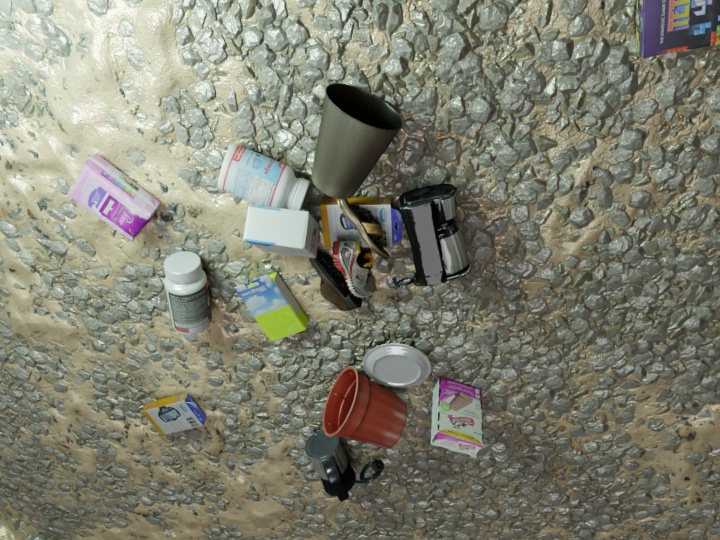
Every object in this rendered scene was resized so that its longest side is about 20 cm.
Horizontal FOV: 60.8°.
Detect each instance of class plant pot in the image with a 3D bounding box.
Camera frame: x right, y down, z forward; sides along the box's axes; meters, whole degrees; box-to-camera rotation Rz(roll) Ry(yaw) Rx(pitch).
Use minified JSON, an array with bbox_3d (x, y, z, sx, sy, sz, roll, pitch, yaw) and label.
[{"bbox_3d":[0.020,0.409,1.772,0.192,0.204,0.202,25,126,-20],"label":"plant pot"}]

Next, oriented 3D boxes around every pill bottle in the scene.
[{"bbox_3d":[-0.462,0.061,1.642,0.110,0.115,0.204,6,126,5],"label":"pill bottle"},{"bbox_3d":[-0.220,-0.204,1.417,0.195,0.110,0.110,21,126,-7],"label":"pill bottle"}]

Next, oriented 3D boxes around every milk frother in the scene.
[{"bbox_3d":[-0.047,0.605,1.964,0.198,0.179,0.191,-34,125,-20],"label":"milk frother"}]

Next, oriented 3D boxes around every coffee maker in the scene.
[{"bbox_3d":[0.148,-0.077,1.409,0.188,0.135,0.205,-22,112,-9],"label":"coffee maker"}]

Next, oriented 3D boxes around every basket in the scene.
[{"bbox_3d":[-0.027,-0.269,1.328,0.176,0.138,0.202,24,129,-7],"label":"basket"}]

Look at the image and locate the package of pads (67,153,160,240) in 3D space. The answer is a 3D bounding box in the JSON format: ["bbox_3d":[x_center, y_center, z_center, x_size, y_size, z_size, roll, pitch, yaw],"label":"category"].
[{"bbox_3d":[-0.610,-0.178,1.522,0.199,0.077,0.120,39,125,-18],"label":"package of pads"}]

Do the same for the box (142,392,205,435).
[{"bbox_3d":[-0.593,0.463,1.987,0.195,0.042,0.121,-17,121,18],"label":"box"}]

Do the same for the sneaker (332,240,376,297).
[{"bbox_3d":[0.000,0.000,1.520,0.080,0.080,0.201,-9,144,20],"label":"sneaker"}]

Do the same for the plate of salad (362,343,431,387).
[{"bbox_3d":[0.103,0.263,1.733,0.194,0.049,0.203,5,136,5],"label":"plate of salad"}]

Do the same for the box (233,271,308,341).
[{"bbox_3d":[-0.241,0.093,1.669,0.119,0.048,0.202,-19,120,21],"label":"box"}]

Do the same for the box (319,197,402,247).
[{"bbox_3d":[0.004,-0.116,1.487,0.194,0.042,0.122,0,125,6],"label":"box"}]

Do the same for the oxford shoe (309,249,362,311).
[{"bbox_3d":[-0.082,0.035,1.587,0.083,0.073,0.202,-21,118,27],"label":"oxford shoe"}]

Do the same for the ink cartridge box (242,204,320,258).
[{"bbox_3d":[-0.178,-0.088,1.438,0.140,0.200,0.087,7,84,4],"label":"ink cartridge box"}]

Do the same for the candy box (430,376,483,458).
[{"bbox_3d":[0.269,0.405,1.709,0.133,0.202,0.062,16,128,-4],"label":"candy box"}]

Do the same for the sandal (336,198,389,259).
[{"bbox_3d":[0.015,-0.106,1.431,0.053,0.081,0.201,-35,111,6],"label":"sandal"}]

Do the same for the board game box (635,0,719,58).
[{"bbox_3d":[0.587,-0.504,1.102,0.160,0.057,0.204,-7,123,13],"label":"board game box"}]
